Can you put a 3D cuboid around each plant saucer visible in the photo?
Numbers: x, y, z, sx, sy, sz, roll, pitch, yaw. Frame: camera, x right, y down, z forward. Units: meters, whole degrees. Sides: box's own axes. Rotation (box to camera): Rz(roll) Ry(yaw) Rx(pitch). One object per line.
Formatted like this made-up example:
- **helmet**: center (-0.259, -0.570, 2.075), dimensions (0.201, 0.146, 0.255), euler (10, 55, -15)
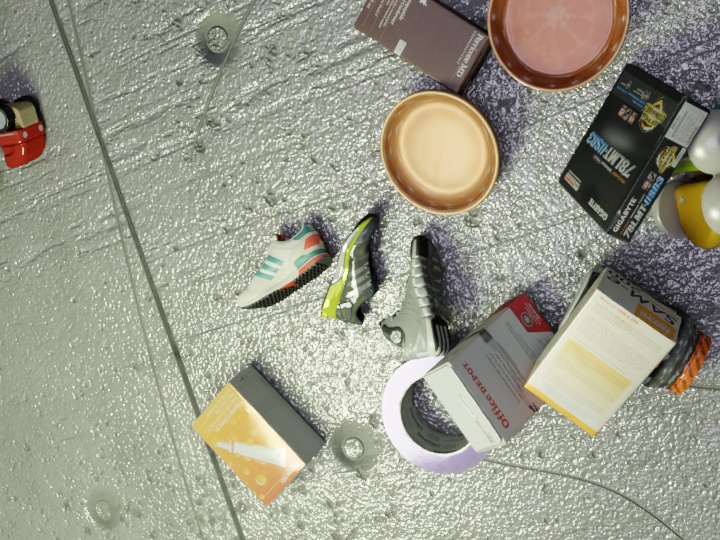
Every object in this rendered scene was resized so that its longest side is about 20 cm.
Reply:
- **plant saucer**: center (0.278, -0.356, 1.213), dimensions (0.196, 0.032, 0.205), euler (4, 103, 19)
- **plant saucer**: center (0.125, -0.185, 1.335), dimensions (0.196, 0.038, 0.204), euler (14, 124, 21)

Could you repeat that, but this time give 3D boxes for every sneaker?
- **sneaker**: center (0.074, 0.049, 1.386), dimensions (0.114, 0.074, 0.204), euler (-20, 64, 33)
- **sneaker**: center (0.000, 0.000, 1.435), dimensions (0.079, 0.074, 0.203), euler (21, 114, 4)
- **sneaker**: center (-0.141, -0.008, 1.487), dimensions (0.198, 0.070, 0.095), euler (-32, 72, 25)

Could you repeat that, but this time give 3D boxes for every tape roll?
- **tape roll**: center (0.138, 0.223, 1.418), dimensions (0.195, 0.085, 0.205), euler (4, 103, 18)

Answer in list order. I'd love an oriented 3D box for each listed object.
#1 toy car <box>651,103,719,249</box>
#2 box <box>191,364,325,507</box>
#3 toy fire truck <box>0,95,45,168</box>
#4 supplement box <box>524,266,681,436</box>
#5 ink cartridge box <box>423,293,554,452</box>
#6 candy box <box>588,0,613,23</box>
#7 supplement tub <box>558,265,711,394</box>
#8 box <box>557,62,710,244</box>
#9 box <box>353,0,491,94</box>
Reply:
- **toy car**: center (0.491, -0.140, 1.189), dimensions (0.147, 0.175, 0.204), euler (-18, 96, -13)
- **box**: center (-0.182, 0.294, 1.541), dimensions (0.200, 0.097, 0.125), euler (44, 112, 6)
- **toy fire truck**: center (-0.679, -0.207, 1.609), dimensions (0.172, 0.129, 0.204), euler (-3, 112, 19)
- **supplement box**: center (0.335, 0.115, 1.201), dimensions (0.125, 0.074, 0.202), euler (35, 126, 8)
- **ink cartridge box**: center (0.213, 0.155, 1.309), dimensions (0.145, 0.199, 0.084), euler (54, 146, 1)
- **candy box**: center (0.322, -0.462, 1.220), dimensions (0.114, 0.056, 0.204), euler (15, 108, 16)
- **supplement tub**: center (0.404, 0.090, 1.273), dimensions (0.198, 0.122, 0.124), euler (31, 110, 11)
- **box**: center (0.370, -0.168, 1.192), dimensions (0.049, 0.201, 0.201), euler (23, 112, -16)
- **box**: center (0.098, -0.363, 1.313), dimensions (0.198, 0.075, 0.101), euler (34, 110, 8)
